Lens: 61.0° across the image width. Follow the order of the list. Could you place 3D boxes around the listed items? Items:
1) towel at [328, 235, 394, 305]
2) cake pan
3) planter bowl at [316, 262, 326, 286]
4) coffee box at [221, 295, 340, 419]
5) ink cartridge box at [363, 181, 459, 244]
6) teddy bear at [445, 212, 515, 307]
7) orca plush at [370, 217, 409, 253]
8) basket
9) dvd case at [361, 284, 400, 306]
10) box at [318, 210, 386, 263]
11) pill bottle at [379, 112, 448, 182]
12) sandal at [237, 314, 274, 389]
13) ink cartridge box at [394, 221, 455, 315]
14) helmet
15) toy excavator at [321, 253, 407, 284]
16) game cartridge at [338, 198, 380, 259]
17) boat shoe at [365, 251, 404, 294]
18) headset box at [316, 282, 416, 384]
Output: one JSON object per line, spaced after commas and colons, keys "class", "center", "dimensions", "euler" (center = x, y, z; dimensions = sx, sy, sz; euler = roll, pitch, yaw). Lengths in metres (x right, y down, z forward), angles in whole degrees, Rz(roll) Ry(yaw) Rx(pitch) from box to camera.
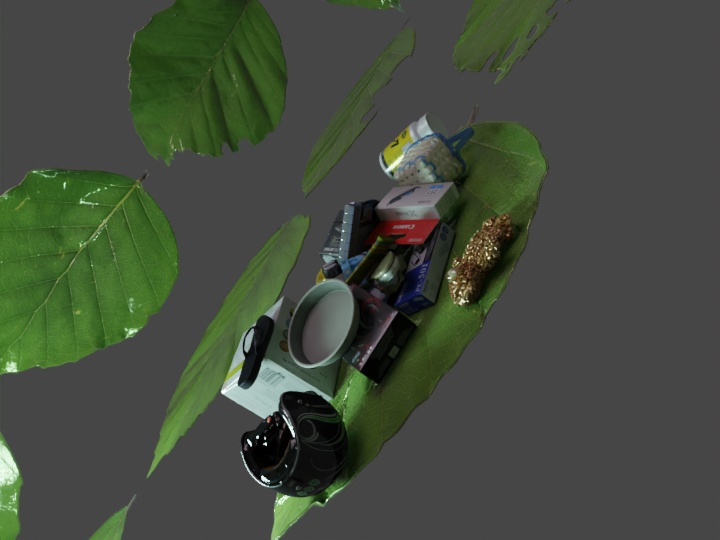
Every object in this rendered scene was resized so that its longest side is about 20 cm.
{"class": "towel", "center": [0.000, 0.000, 1.389], "dimensions": [0.201, 0.018, 0.086], "euler": [-52, -18, 15]}
{"class": "cake pan", "center": [-0.077, 0.117, 1.319], "dimensions": [0.198, 0.037, 0.203], "euler": [-25, 50, 33]}
{"class": "planter bowl", "center": [-0.069, 0.021, 1.735], "dimensions": [0.200, 0.083, 0.202], "euler": [-45, 22, 24]}
{"class": "coffee box", "center": [-0.185, 0.228, 1.498], "dimensions": [0.199, 0.198, 0.200], "euler": [-40, 24, 35]}
{"class": "ink cartridge box", "center": [0.110, -0.134, 1.442], "dimensions": [0.198, 0.045, 0.177], "euler": [2, 43, 47]}
{"class": "teddy bear", "center": [0.224, -0.030, 1.173], "dimensions": [0.201, 0.066, 0.145], "euler": [-53, 17, 3]}
{"class": "orca plush", "center": [0.080, -0.093, 1.566], "dimensions": [0.201, 0.104, 0.071], "euler": [-63, 2, -41]}
{"class": "basket", "center": [0.187, -0.277, 1.550], "dimensions": [0.175, 0.139, 0.201], "euler": [-19, 30, 56]}
{"class": "dvd case", "center": [0.021, 0.093, 1.509], "dimensions": [0.199, 0.017, 0.144], "euler": [-17, 41, 59]}
{"class": "box", "center": [0.001, -0.089, 1.672], "dimensions": [0.197, 0.049, 0.160], "euler": [4, 55, 32]}
{"class": "pill bottle", "center": [0.156, -0.360, 1.788], "dimensions": [0.199, 0.114, 0.115], "euler": [-38, 25, 38]}
{"class": "sandal", "center": [-0.237, 0.169, 1.357], "dimensions": [0.076, 0.043, 0.202], "euler": [-41, 25, 31]}
{"class": "ink cartridge box", "center": [0.144, -0.005, 1.348], "dimensions": [0.094, 0.044, 0.202], "euler": [-32, 30, 50]}
{"class": "helmet", "center": [-0.116, 0.335, 1.189], "dimensions": [0.197, 0.189, 0.204], "euler": [-9, 73, 34]}
{"class": "toy excavator", "center": [0.010, 0.002, 1.549], "dimensions": [0.197, 0.101, 0.195], "euler": [-26, 11, -2]}
{"class": "game cartridge", "center": [0.003, -0.106, 1.490], "dimensions": [0.200, 0.038, 0.132], "euler": [-27, -49, -68]}
{"class": "boat shoe", "center": [0.064, 0.011, 1.351], "dimensions": [0.075, 0.068, 0.200], "euler": [-51, 2, -7]}
{"class": "headset box", "center": [0.003, 0.128, 1.324], "dimensions": [0.150, 0.075, 0.199], "euler": [-55, 40, -4]}
